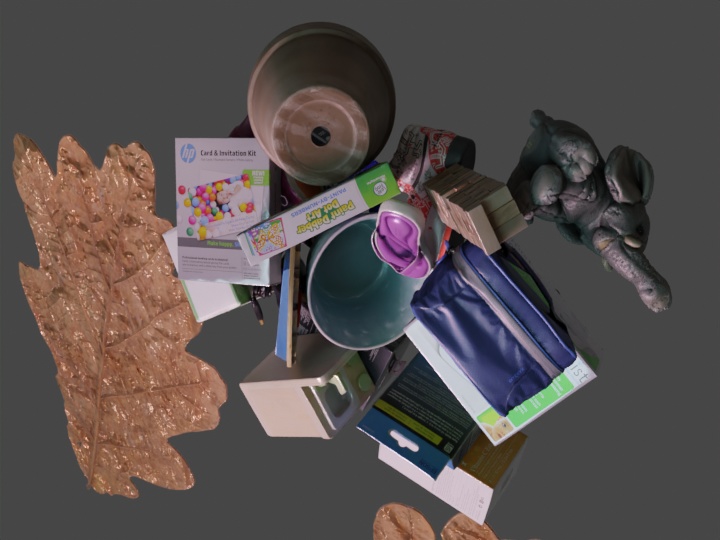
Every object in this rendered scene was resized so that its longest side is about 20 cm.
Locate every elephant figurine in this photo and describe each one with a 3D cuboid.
[{"bbox_3d":[0.268,-0.071,0.950,0.197,0.157,0.141,27,179,-14],"label":"elephant figurine"}]

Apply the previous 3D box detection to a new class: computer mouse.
[{"bbox_3d":[-0.121,0.035,1.347,0.045,0.142,0.201,17,152,12],"label":"computer mouse"}]

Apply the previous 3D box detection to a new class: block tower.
[{"bbox_3d":[0.126,-0.075,0.956,0.055,0.057,0.200,59,180,-17],"label":"block tower"}]

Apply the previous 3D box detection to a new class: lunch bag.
[{"bbox_3d":[0.156,0.049,0.983,0.132,0.136,0.201,-41,93,10],"label":"lunch bag"}]

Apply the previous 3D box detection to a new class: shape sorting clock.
[{"bbox_3d":[-0.096,0.037,1.215,0.038,0.202,0.202,6,134,-5],"label":"shape sorting clock"}]

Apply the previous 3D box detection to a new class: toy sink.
[{"bbox_3d":[-0.063,0.176,1.291,0.198,0.130,0.113,-12,113,44],"label":"toy sink"}]

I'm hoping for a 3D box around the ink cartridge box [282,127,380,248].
[{"bbox_3d":[-0.058,-0.117,1.267,0.198,0.043,0.200,34,137,17],"label":"ink cartridge box"}]

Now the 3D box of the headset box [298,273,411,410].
[{"bbox_3d":[-0.015,0.103,1.361,0.199,0.093,0.176,37,139,13],"label":"headset box"}]

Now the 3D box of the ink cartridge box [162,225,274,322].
[{"bbox_3d":[-0.210,-0.015,1.340,0.086,0.200,0.148,-22,92,18],"label":"ink cartridge box"}]

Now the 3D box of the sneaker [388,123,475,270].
[{"bbox_3d":[0.089,-0.097,1.129,0.106,0.067,0.205,23,130,25],"label":"sneaker"}]

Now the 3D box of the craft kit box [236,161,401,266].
[{"bbox_3d":[-0.050,-0.075,1.051,0.049,0.195,0.200,61,-178,-7],"label":"craft kit box"}]

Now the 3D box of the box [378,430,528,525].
[{"bbox_3d":[0.144,0.279,1.331,0.198,0.124,0.099,28,136,22],"label":"box"}]

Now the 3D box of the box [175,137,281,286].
[{"bbox_3d":[-0.186,-0.085,1.191,0.153,0.041,0.205,4,97,21],"label":"box"}]

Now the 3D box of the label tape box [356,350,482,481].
[{"bbox_3d":[0.102,0.222,1.264,0.142,0.200,0.067,28,139,21],"label":"label tape box"}]

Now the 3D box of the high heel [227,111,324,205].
[{"bbox_3d":[-0.125,-0.133,1.225,0.201,0.067,0.096,51,129,8],"label":"high heel"}]

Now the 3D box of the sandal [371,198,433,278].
[{"bbox_3d":[0.046,-0.028,1.082,0.081,0.050,0.203,21,160,17],"label":"sandal"}]

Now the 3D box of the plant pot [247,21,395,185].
[{"bbox_3d":[-0.047,-0.187,1.036,0.195,0.174,0.204,-1,116,-2],"label":"plant pot"}]

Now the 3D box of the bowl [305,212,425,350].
[{"bbox_3d":[0.000,0.000,1.215,0.105,0.198,0.204,42,153,59],"label":"bowl"}]

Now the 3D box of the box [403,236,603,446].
[{"bbox_3d":[0.191,0.091,1.115,0.176,0.097,0.201,-39,88,27],"label":"box"}]
